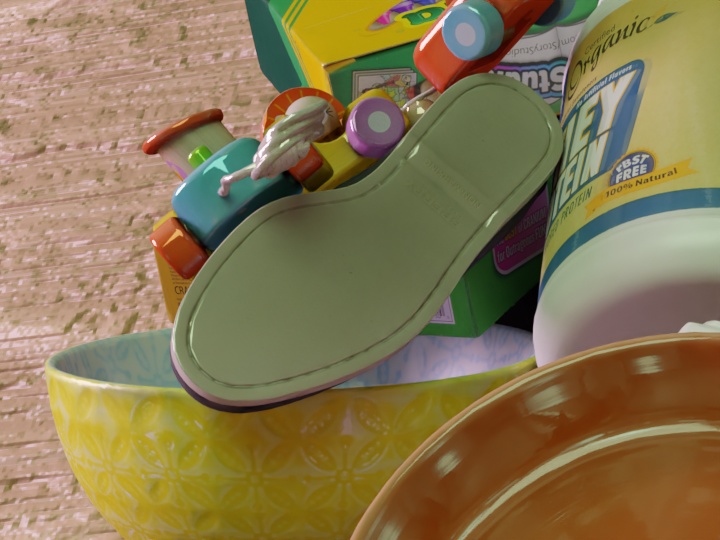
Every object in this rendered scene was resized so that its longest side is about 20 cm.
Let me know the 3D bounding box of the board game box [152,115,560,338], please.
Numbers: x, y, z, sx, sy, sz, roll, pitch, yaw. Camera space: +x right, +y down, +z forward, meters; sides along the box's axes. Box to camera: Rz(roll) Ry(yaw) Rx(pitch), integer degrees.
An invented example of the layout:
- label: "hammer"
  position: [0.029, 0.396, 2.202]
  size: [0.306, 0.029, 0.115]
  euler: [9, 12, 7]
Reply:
- label: "board game box"
  position: [0.029, -0.033, 1.281]
  size: [0.153, 0.040, 0.200]
  euler: [2, 25, 32]

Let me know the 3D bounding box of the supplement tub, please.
- label: "supplement tub"
  position: [0.146, -0.032, 1.164]
  size: [0.144, 0.145, 0.200]
  euler: [-8, 46, 19]

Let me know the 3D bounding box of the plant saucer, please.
- label: "plant saucer"
  position: [0.087, 0.103, 0.900]
  size: [0.200, 0.032, 0.201]
  euler: [-13, 44, 12]

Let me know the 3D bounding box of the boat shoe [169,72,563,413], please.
- label: "boat shoe"
  position: [0.000, 0.000, 1.112]
  size: [0.073, 0.063, 0.200]
  euler: [45, 54, 8]

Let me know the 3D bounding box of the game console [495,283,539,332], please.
- label: "game console"
  position: [0.150, 0.036, 1.227]
  size: [0.177, 0.031, 0.200]
  euler: [-35, 42, -6]

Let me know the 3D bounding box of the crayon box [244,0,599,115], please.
- label: "crayon box"
  position: [0.062, -0.117, 1.338]
  size: [0.199, 0.058, 0.173]
  euler: [-17, 21, -9]

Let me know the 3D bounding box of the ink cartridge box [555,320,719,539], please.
- label: "ink cartridge box"
  position: [0.128, 0.126, 0.944]
  size: [0.144, 0.084, 0.200]
  euler: [14, 55, 33]

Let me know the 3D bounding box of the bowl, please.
- label: "bowl"
  position: [-0.023, 0.084, 1.177]
  size: [0.199, 0.108, 0.200]
  euler: [-2, 6, 0]

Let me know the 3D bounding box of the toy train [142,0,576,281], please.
- label: "toy train"
  position: [-0.009, -0.070, 1.143]
  size: [0.056, 0.150, 0.200]
  euler: [50, 42, 10]
